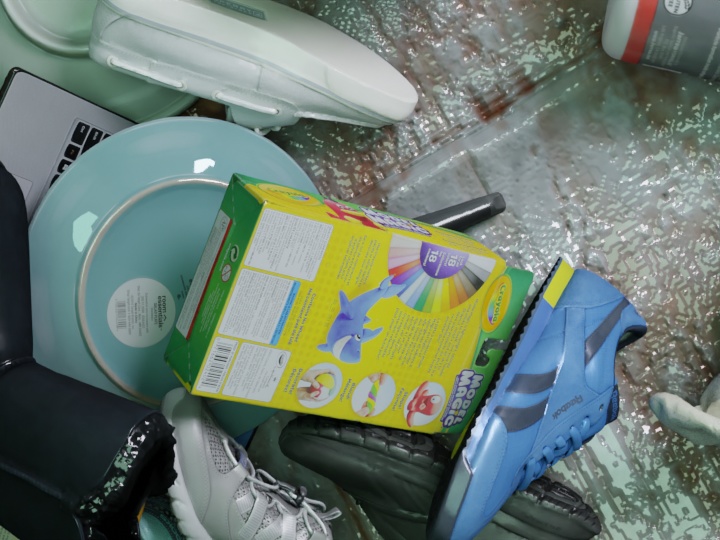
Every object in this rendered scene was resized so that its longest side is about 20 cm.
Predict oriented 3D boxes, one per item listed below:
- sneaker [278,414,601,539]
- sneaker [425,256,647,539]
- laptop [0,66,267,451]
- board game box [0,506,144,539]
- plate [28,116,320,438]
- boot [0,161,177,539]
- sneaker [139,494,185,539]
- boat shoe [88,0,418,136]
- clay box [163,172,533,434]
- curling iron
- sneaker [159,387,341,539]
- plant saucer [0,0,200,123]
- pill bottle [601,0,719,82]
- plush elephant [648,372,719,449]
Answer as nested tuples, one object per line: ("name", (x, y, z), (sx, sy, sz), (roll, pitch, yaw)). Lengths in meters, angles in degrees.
("sneaker", (0.039, 0.146, 0.895), (0.198, 0.076, 0.092), (22, 98, 7))
("sneaker", (0.105, 0.082, 0.850), (0.078, 0.066, 0.201), (32, 57, 3))
("laptop", (-0.142, 0.013, 0.891), (0.115, 0.199, 0.189), (26, 92, 39))
("board game box", (-0.231, 0.167, 0.892), (0.198, 0.040, 0.155), (18, 90, 30))
("plate", (-0.101, 0.012, 0.887), (0.197, 0.026, 0.203), (-4, 103, -19))
("boot", (-0.166, 0.053, 0.795), (0.166, 0.076, 0.203), (18, 103, 26))
("sneaker", (-0.137, 0.231, 0.902), (0.076, 0.086, 0.203), (-2, 90, 6))
("boat shoe", (-0.064, -0.117, 0.892), (0.198, 0.072, 0.069), (15, 119, -22))
("clay box", (-0.002, 0.025, 0.860), (0.198, 0.048, 0.116), (13, 106, -36))
("curling iron", (0.000, 0.000, 0.896), (0.198, 0.026, 0.050), (-29, 122, -15))
("sneaker", (-0.053, 0.146, 0.887), (0.081, 0.075, 0.201), (-26, 112, 7))
("plant saucer", (-0.166, -0.183, 0.923), (0.197, 0.050, 0.203), (0, 90, 5))
("pill bottle", (0.244, -0.158, 0.851), (0.197, 0.116, 0.118), (13, 91, 5))
("plush elephant", (0.256, 0.053, 0.845), (0.154, 0.164, 0.202), (-21, 50, 39))
